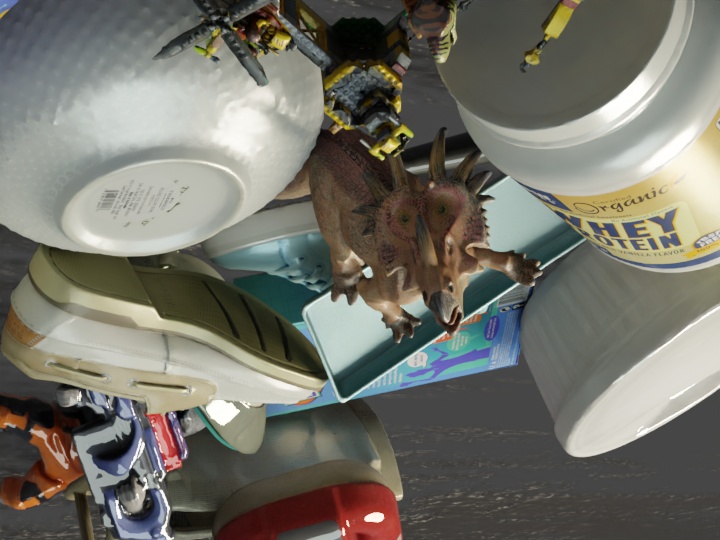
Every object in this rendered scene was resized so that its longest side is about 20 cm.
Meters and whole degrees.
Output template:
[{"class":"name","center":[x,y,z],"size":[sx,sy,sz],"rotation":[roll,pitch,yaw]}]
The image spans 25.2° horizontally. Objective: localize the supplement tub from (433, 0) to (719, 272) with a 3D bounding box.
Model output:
[{"class":"supplement tub","center":[0.132,-0.092,0.806],"size":[0.144,0.145,0.200],"rotation":[-25,152,22]}]

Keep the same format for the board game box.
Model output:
[{"class":"board game box","center":[0.016,0.038,1.122],"size":[0.198,0.045,0.152],"rotation":[-11,154,-7]}]

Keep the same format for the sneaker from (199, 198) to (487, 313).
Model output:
[{"class":"sneaker","center":[0.000,0.000,0.978],"size":[0.198,0.083,0.074],"rotation":[-2,173,-23]}]

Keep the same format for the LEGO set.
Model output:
[{"class":"LEGO set","center":[0.020,-0.121,0.663],"size":[0.199,0.116,0.154],"rotation":[-29,129,20]}]

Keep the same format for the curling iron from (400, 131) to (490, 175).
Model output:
[{"class":"curling iron","center":[0.095,-0.077,0.947],"size":[0.198,0.026,0.050],"rotation":[-8,-169,-4]}]

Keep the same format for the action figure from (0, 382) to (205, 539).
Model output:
[{"class":"action figure","center":[-0.189,0.083,1.068],"size":[0.192,0.105,0.202],"rotation":[-6,114,0]}]

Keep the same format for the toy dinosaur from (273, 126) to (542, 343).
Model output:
[{"class":"toy dinosaur","center":[0.011,-0.034,0.850],"size":[0.086,0.200,0.136],"rotation":[-48,146,-12]}]

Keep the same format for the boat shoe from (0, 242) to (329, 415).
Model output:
[{"class":"boat shoe","center":[-0.111,0.043,0.919],"size":[0.199,0.075,0.069],"rotation":[22,114,-33]}]

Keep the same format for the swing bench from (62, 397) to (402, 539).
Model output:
[{"class":"swing bench","center":[-0.103,0.168,1.234],"size":[0.197,0.131,0.200],"rotation":[0,143,-26]}]

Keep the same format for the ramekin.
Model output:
[{"class":"ramekin","center":[0.198,0.032,1.101],"size":[0.201,0.095,0.203],"rotation":[-28,156,-13]}]

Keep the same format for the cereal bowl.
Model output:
[{"class":"cereal bowl","center":[-0.109,-0.065,0.810],"size":[0.198,0.084,0.200],"rotation":[-12,155,-5]}]

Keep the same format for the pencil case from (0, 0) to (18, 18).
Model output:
[{"class":"pencil case","center":[-0.176,-0.125,0.655],"size":[0.199,0.078,0.087],"rotation":[-34,-179,33]}]

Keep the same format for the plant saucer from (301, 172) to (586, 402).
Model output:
[{"class":"plant saucer","center":[0.052,-0.003,0.963],"size":[0.199,0.019,0.070],"rotation":[-33,120,-19]}]

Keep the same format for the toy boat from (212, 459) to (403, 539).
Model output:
[{"class":"toy boat","center":[-0.024,0.229,1.121],"size":[0.129,0.131,0.201],"rotation":[-16,147,-4]}]

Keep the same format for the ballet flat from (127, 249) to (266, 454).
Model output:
[{"class":"ballet flat","center":[-0.093,0.045,1.000],"size":[0.063,0.068,0.200],"rotation":[-22,131,17]}]
